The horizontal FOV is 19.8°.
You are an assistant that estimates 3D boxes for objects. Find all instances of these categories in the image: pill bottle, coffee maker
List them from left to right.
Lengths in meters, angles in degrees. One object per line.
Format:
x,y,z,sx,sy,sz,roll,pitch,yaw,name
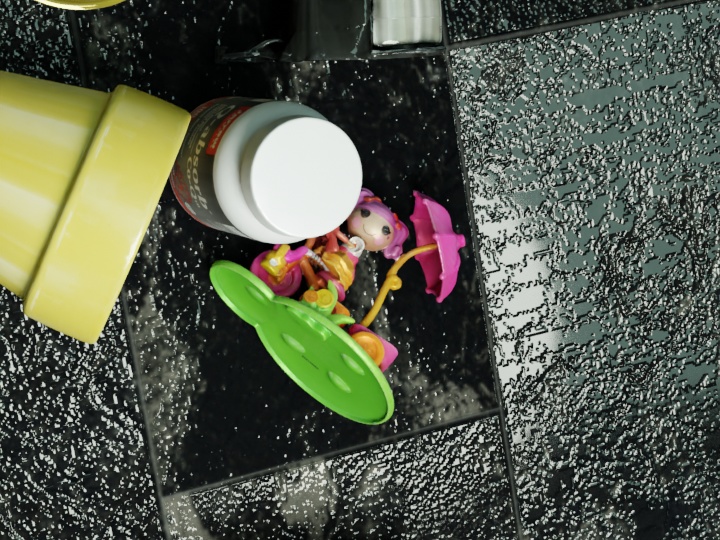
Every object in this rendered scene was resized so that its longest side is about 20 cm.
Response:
-0.077,-0.083,1.685,0.115,0.200,0.117,-2,96,-22,pill bottle
-0.022,-0.276,1.723,0.191,0.135,0.201,-5,97,-21,coffee maker

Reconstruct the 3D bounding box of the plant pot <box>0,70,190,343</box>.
-0.257,-0.069,1.628,0.188,0.201,0.202,23,87,-8,plant pot

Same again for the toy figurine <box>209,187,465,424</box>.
0.000,0.000,1.787,0.200,0.150,0.184,39,66,3,toy figurine

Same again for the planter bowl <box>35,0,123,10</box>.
-0.219,-0.312,1.666,0.199,0.083,0.202,-3,98,-22,planter bowl
